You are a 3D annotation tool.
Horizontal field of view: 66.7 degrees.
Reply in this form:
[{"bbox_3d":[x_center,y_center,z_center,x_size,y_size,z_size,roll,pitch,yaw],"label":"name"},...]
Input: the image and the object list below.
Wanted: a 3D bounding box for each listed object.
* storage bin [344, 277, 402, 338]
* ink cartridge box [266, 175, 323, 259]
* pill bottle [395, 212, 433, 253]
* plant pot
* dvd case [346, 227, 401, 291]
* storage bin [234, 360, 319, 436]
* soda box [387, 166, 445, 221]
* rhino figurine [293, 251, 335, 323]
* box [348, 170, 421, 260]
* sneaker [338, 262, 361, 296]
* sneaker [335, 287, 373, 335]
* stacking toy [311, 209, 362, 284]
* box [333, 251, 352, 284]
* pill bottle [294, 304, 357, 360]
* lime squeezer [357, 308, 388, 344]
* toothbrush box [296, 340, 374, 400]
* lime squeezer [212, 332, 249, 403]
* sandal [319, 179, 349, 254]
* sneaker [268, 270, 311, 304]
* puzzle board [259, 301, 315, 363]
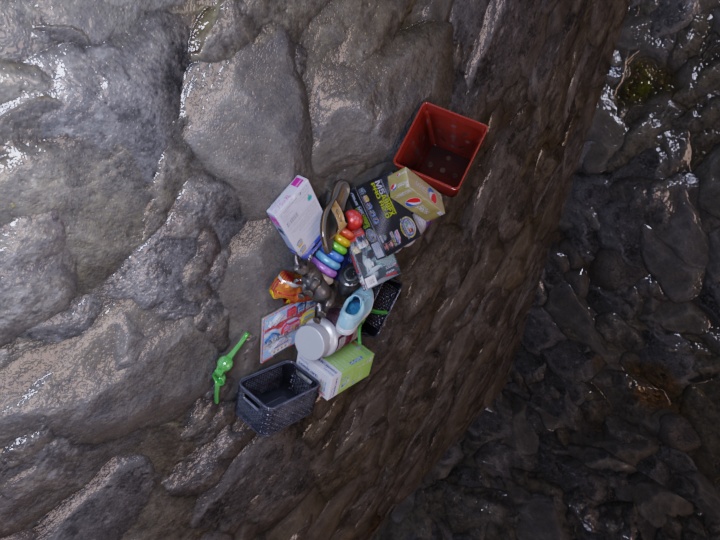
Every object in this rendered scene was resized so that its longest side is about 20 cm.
[{"bbox_3d":[0.030,0.098,1.710,0.135,0.093,0.202,18,99,-59],"label":"storage bin"},{"bbox_3d":[-0.142,-0.118,1.318,0.120,0.042,0.201,-52,147,-18],"label":"ink cartridge box"},{"bbox_3d":[0.137,-0.141,1.629,0.200,0.110,0.112,-46,147,-35],"label":"pill bottle"},{"bbox_3d":[0.231,-0.320,1.565,0.202,0.198,0.176,-62,164,-8],"label":"plant pot"},{"bbox_3d":[0.026,-0.062,1.508,0.145,0.022,0.203,-24,93,-40],"label":"dvd case"},{"bbox_3d":[-0.222,0.339,1.470,0.199,0.134,0.095,-16,129,-50],"label":"storage bin"},{"bbox_3d":[0.156,-0.207,1.510,0.199,0.063,0.069,25,50,-50],"label":"soda box"},{"bbox_3d":[-0.119,0.032,1.348,0.201,0.059,0.088,64,37,-34],"label":"rhino figurine"},{"bbox_3d":[0.065,-0.151,1.483,0.159,0.044,0.202,-29,97,-40],"label":"box"},{"bbox_3d":[0.000,0.000,1.554,0.199,0.076,0.091,-37,161,-36],"label":"sneaker"},{"bbox_3d":[-0.003,0.091,1.517,0.201,0.073,0.083,-62,174,-50],"label":"sneaker"},{"bbox_3d":[-0.058,-0.066,1.424,0.201,0.085,0.085,-56,150,6],"label":"stacking toy"},{"bbox_3d":[-0.012,-0.056,1.577,0.120,0.032,0.203,-3,116,-56],"label":"box"},{"bbox_3d":[-0.091,0.175,1.541,0.199,0.113,0.116,-22,134,-60],"label":"pill bottle"},{"bbox_3d":[0.014,0.141,1.580,0.071,0.037,0.200,62,32,-9],"label":"lime squeezer"},{"bbox_3d":[-0.077,0.280,1.649,0.199,0.145,0.087,-20,132,-49],"label":"toothbrush box"},{"bbox_3d":[-0.334,0.243,1.337,0.071,0.037,0.202,-71,-175,-81],"label":"lime squeezer"},{"bbox_3d":[-0.054,-0.136,1.366,0.082,0.054,0.202,63,40,-56],"label":"sandal"},{"bbox_3d":[-0.163,0.051,1.420,0.077,0.073,0.199,-49,146,15],"label":"sneaker"},{"bbox_3d":[-0.193,0.153,1.495,0.199,0.017,0.153,-28,136,-43],"label":"puzzle board"}]
